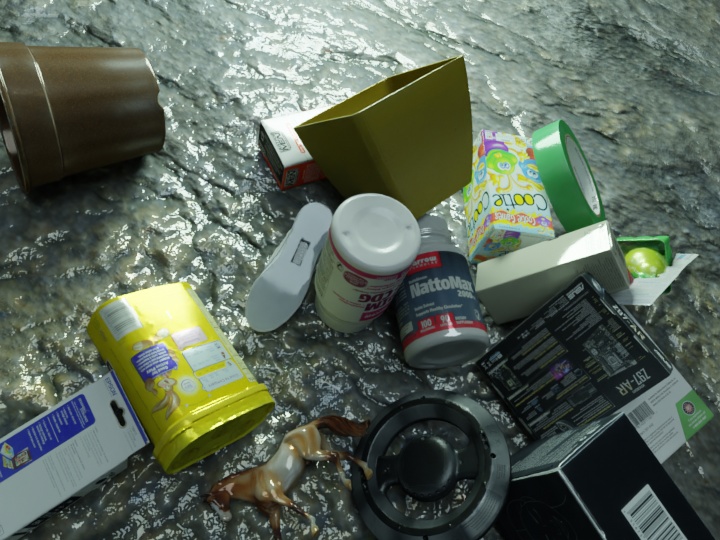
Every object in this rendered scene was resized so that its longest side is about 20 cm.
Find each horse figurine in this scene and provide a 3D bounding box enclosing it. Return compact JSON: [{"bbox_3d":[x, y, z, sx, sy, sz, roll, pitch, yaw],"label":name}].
[{"bbox_3d":[-0.074,0.244,0.690,0.132,0.050,0.200,33,65,29],"label":"horse figurine"}]

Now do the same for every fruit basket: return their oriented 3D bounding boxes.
[{"bbox_3d":[0.388,0.014,0.880,0.200,0.184,0.094,-35,113,-37],"label":"fruit basket"}]

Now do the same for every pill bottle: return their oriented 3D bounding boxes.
[{"bbox_3d":[0.000,0.000,0.767,0.112,0.200,0.114,6,59,-11],"label":"pill bottle"},{"bbox_3d":[0.103,0.028,0.827,0.119,0.120,0.201,-2,61,-16],"label":"pill bottle"}]

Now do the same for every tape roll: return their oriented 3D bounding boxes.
[{"bbox_3d":[0.353,-0.151,0.969,0.200,0.048,0.202,32,47,-43],"label":"tape roll"}]

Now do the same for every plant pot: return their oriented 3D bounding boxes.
[{"bbox_3d":[-0.395,-0.226,0.809,0.197,0.201,0.201,-18,66,-31],"label":"plant pot"},{"bbox_3d":[0.052,-0.181,0.857,0.199,0.200,0.177,-33,112,-22],"label":"plant pot"}]

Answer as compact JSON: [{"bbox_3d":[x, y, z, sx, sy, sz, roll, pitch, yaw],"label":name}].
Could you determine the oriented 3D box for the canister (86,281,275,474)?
[{"bbox_3d":[-0.217,0.118,0.692,0.148,0.087,0.200,-16,60,-51],"label":"canister"}]

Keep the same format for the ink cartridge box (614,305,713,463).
[{"bbox_3d":[0.378,0.171,0.836,0.144,0.084,0.201,-25,69,-26],"label":"ink cartridge box"}]

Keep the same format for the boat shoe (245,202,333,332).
[{"bbox_3d":[-0.097,-0.001,0.823,0.073,0.065,0.201,33,79,-3],"label":"boat shoe"}]

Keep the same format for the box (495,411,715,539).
[{"bbox_3d":[0.267,0.297,0.661,0.123,0.197,0.201,-25,75,-28],"label":"box"}]

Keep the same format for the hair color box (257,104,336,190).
[{"bbox_3d":[-0.059,-0.213,0.956,0.199,0.061,0.102,-19,67,-24],"label":"hair color box"}]

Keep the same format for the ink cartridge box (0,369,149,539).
[{"bbox_3d":[-0.333,0.206,0.629,0.199,0.039,0.100,-32,71,-9],"label":"ink cartridge box"}]

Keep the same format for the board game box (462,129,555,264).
[{"bbox_3d":[0.238,-0.117,0.953,0.104,0.103,0.201,7,59,-11],"label":"board game box"}]

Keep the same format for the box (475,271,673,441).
[{"bbox_3d":[0.279,0.127,0.773,0.161,0.200,0.043,52,29,17],"label":"box"}]

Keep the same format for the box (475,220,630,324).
[{"bbox_3d":[0.272,0.007,0.829,0.082,0.199,0.069,52,36,-29],"label":"box"}]

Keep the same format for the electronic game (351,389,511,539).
[{"bbox_3d":[0.082,0.239,0.696,0.198,0.042,0.201,-15,48,17],"label":"electronic game"}]
